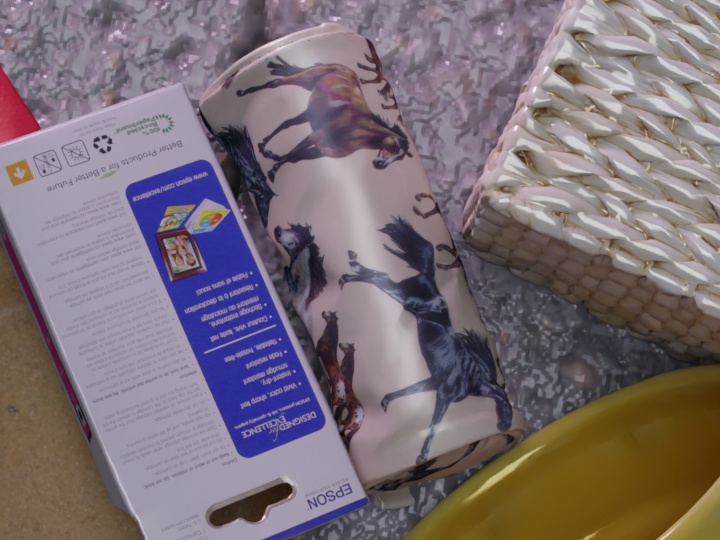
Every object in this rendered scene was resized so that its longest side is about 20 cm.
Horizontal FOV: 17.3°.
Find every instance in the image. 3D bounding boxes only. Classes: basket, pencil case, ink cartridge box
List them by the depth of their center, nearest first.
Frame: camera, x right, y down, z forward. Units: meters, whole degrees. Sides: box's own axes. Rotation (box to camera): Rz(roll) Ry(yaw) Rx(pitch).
[{"bbox_3d":[0.158,-0.048,0.954,0.197,0.200,0.162,27,85,1],"label":"basket"},{"bbox_3d":[-0.079,0.027,0.978,0.094,0.037,0.201,-20,74,-18],"label":"ink cartridge box"},{"bbox_3d":[0.000,0.000,1.002,0.077,0.089,0.201,-19,84,-33],"label":"pencil case"}]

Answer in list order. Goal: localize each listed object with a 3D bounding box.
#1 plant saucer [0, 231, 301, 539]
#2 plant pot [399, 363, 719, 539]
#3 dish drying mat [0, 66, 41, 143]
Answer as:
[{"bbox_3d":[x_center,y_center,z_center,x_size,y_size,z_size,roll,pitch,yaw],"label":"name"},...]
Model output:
[{"bbox_3d":[-0.120,0.080,0.989,0.199,0.035,0.202,4,71,-11],"label":"plant saucer"},{"bbox_3d":[0.123,0.170,0.939,0.200,0.201,0.189,-36,102,-6],"label":"plant pot"},{"bbox_3d":[-0.223,-0.120,1.034,0.077,0.018,0.201,-33,86,-7],"label":"dish drying mat"}]
